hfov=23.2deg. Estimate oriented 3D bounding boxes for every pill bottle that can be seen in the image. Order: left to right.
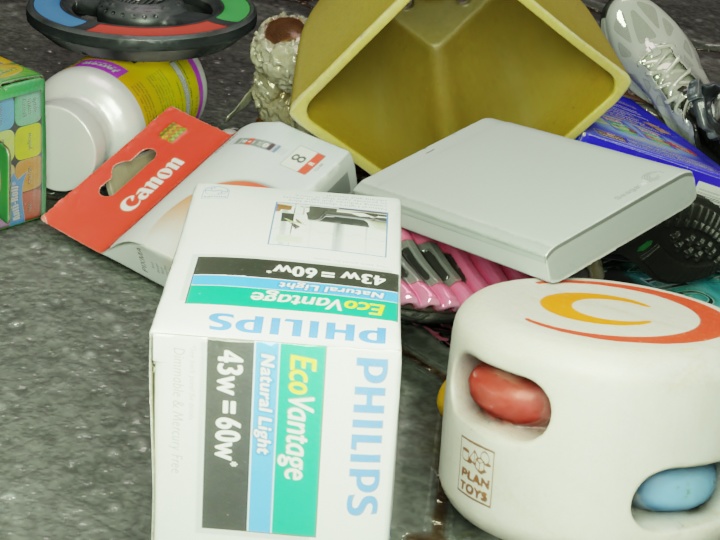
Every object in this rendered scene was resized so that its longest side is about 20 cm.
[{"bbox_3d":[-0.214,-0.134,1.496,0.104,0.105,0.200,12,25,14],"label":"pill bottle"}]

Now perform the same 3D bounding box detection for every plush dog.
[{"bbox_3d":[-0.004,-0.133,1.537,0.172,0.161,0.200,37,31,17],"label":"plush dog"}]

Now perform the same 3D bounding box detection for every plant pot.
[{"bbox_3d":[0.068,-0.193,1.414,0.195,0.194,0.200,33,29,-29],"label":"plant pot"}]

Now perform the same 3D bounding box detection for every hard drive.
[{"bbox_3d":[0.106,-0.052,1.176,0.132,0.026,0.200,-28,29,-28],"label":"hard drive"}]

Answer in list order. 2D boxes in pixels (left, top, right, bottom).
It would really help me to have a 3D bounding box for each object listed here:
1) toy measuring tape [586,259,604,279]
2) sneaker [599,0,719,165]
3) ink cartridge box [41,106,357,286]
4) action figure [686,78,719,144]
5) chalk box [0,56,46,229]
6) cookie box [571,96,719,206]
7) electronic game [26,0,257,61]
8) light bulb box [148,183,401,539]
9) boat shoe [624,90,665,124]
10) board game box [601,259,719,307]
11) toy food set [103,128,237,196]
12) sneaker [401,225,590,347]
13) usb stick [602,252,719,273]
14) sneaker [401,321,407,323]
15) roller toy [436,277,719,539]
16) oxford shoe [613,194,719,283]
[{"bbox_3d":[0.198,0.038,1.239,0.073,0.074,0.200,5,30,-1],"label":"toy measuring tape"},{"bbox_3d":[0.291,-0.167,1.561,0.076,0.201,0.115,-33,2,-4],"label":"sneaker"},{"bbox_3d":[-0.127,-0.064,1.348,0.200,0.050,0.162,27,56,28],"label":"ink cartridge box"},{"bbox_3d":[0.373,-0.108,1.475,0.200,0.104,0.194,10,59,-47],"label":"action figure"},{"bbox_3d":[-0.326,-0.100,1.375,0.200,0.125,0.124,26,31,35],"label":"chalk box"},{"bbox_3d":[0.201,-0.103,1.503,0.171,0.075,0.200,15,20,-27],"label":"cookie box"},{"bbox_3d":[-0.189,-0.224,1.523,0.199,0.042,0.200,3,24,-1],"label":"electronic game"},{"bbox_3d":[-0.043,0.081,0.950,0.124,0.199,0.200,4,23,0],"label":"light bulb box"},{"bbox_3d":[0.208,-0.151,1.679,0.199,0.076,0.072,22,24,12],"label":"boat shoe"},{"bbox_3d":[0.249,0.028,1.338,0.135,0.028,0.200,-9,28,-31],"label":"board game box"},{"bbox_3d":[-0.086,-0.064,1.424,0.200,0.061,0.143,19,27,28],"label":"toy food set"},{"bbox_3d":[0.064,0.023,1.231,0.199,0.096,0.079,2,47,-30],"label":"sneaker"},{"bbox_3d":[0.223,-0.024,1.372,0.199,0.033,0.055,6,24,3],"label":"usb stick"},{"bbox_3d":[0.000,0.000,1.278,0.200,0.081,0.074,-17,32,-40],"label":"sneaker"},{"bbox_3d":[0.138,0.090,1.043,0.199,0.140,0.182,7,14,9],"label":"roller toy"},{"bbox_3d":[0.199,-0.046,1.288,0.200,0.073,0.084,17,23,-36],"label":"oxford shoe"}]
